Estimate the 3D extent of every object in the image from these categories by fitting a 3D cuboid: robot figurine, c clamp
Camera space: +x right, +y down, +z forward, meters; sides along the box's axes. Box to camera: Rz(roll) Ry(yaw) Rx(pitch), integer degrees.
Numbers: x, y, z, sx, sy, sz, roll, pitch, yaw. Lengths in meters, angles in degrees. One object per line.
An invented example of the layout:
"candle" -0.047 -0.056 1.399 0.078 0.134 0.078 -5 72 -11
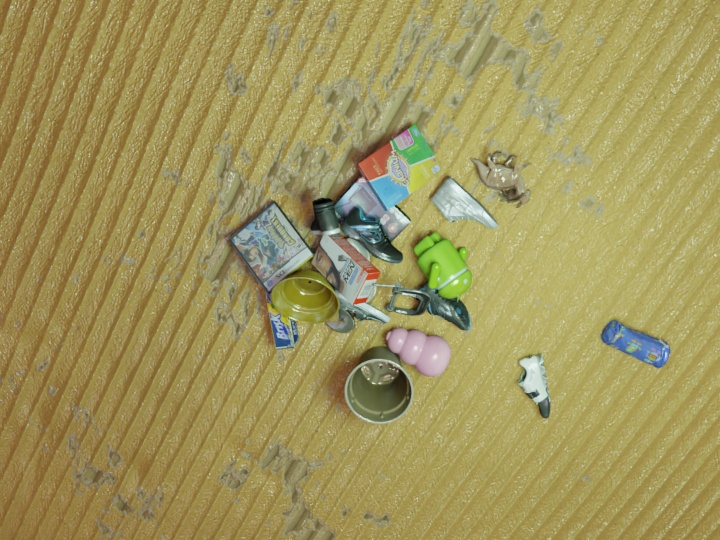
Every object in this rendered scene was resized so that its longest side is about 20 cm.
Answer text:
"robot figurine" 0.240 -0.008 1.598 0.116 0.175 0.201 -41 79 41
"c clamp" 0.119 0.084 1.626 0.168 0.201 0.027 4 62 3

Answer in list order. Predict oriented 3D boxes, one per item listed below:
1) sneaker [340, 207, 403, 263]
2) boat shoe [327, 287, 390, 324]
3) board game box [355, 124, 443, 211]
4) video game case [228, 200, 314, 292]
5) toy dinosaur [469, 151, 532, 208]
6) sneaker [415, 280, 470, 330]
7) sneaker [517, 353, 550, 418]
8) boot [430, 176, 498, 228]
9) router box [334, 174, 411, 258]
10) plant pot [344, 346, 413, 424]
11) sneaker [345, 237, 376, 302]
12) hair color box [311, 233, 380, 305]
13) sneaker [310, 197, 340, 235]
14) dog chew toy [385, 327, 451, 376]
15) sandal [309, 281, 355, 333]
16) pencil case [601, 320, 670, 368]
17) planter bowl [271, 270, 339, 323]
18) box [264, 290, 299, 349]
"sneaker" 0.043 -0.093 1.551 0.199 0.073 0.082 34 104 -6
"boat shoe" -0.006 0.118 1.674 0.198 0.069 0.057 27 91 -9
"board game box" 0.110 -0.285 1.552 0.199 0.040 0.154 -36 97 -8
"video game case" -0.262 -0.069 1.634 0.180 0.025 0.201 -38 84 5
"toy dinosaur" 0.394 -0.254 1.562 0.197 0.086 0.137 16 112 5
"sneaker" 0.251 0.110 1.677 0.200 0.073 0.082 45 129 -10
"sneaker" 0.531 0.360 1.717 0.087 0.074 0.203 -12 94 6
"boot" 0.294 -0.169 1.599 0.200 0.074 0.096 43 109 1
"router box" 0.026 -0.159 1.612 0.200 0.062 0.150 43 104 -8
"plant pot" 0.057 0.324 1.673 0.197 0.184 0.204 1 104 3
"sneaker" 0.000 0.000 1.640 0.075 0.092 0.202 -19 103 7
"hair color box" -0.045 -0.008 1.592 0.200 0.063 0.112 44 121 32
"sneaker" -0.105 -0.153 1.560 0.070 0.200 0.101 -13 99 -15
"dog chew toy" 0.171 0.236 1.681 0.198 0.125 0.126 25 105 5
"sandal" -0.098 0.116 1.694 0.081 0.055 0.201 -37 100 11
"pencil case" 0.822 0.217 1.657 0.198 0.079 0.087 24 134 -3
"planter bowl" -0.153 0.059 1.614 0.197 0.084 0.202 4 137 4
"box" -0.238 0.133 1.698 0.063 0.070 0.203 -7 104 8
